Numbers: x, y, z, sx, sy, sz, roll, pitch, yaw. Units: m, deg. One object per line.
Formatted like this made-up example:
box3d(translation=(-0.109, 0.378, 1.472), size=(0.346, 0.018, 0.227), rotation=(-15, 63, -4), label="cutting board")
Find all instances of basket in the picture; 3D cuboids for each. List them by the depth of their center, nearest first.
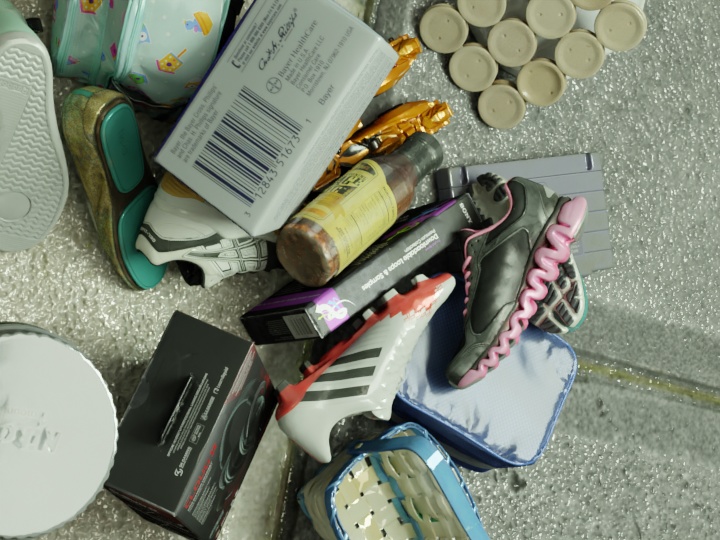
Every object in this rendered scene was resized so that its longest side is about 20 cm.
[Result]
box3d(translation=(0.044, 0.221, 1.235), size=(0.139, 0.199, 0.178), rotation=(-36, 105, -26), label="basket")

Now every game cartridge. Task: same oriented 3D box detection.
box3d(translation=(0.171, -0.049, 1.423), size=(0.198, 0.038, 0.132), rotation=(-8, 95, -30), label="game cartridge")

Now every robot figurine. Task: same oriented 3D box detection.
box3d(translation=(-0.013, -0.139, 1.306), size=(0.199, 0.058, 0.146), rotation=(-33, 101, -27), label="robot figurine")

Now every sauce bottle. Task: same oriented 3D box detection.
box3d(translation=(0.005, -0.062, 1.237), size=(0.200, 0.066, 0.067), rotation=(-43, 108, -41), label="sauce bottle")

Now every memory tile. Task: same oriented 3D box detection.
box3d(translation=(0.167, -0.238, 1.351), size=(0.154, 0.199, 0.017), rotation=(49, 33, -15), label="memory tile")

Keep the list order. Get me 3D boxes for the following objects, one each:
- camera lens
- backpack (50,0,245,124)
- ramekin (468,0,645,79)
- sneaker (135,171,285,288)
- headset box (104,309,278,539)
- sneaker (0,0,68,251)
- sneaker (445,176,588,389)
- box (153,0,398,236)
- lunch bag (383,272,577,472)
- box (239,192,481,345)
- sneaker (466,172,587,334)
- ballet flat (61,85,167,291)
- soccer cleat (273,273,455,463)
box3d(translation=(-0.284, 0.120, 1.054), size=(0.158, 0.199, 0.163), rotation=(2, 86, -29), label="camera lens")
box3d(translation=(-0.173, -0.226, 1.138), size=(0.151, 0.199, 0.178), rotation=(13, 82, -24), label="backpack")
box3d(translation=(0.206, -0.300, 1.421), size=(0.200, 0.094, 0.206), rotation=(2, 86, -29), label="ramekin")
box3d(translation=(-0.122, -0.024, 1.223), size=(0.199, 0.075, 0.088), rotation=(23, 101, -50), label="sneaker")
box3d(translation=(-0.139, 0.133, 1.137), size=(0.076, 0.200, 0.150), rotation=(21, 73, 9), label="headset box")
box3d(translation=(-0.288, -0.123, 1.142), size=(0.073, 0.119, 0.203), rotation=(-5, 125, -23), label="sneaker")
box3d(translation=(0.119, 0.007, 1.221), size=(0.095, 0.079, 0.202), rotation=(31, 91, 8), label="sneaker")
box3d(translation=(-0.063, -0.138, 1.143), size=(0.104, 0.200, 0.185), rotation=(35, 97, 2), label="box")
box3d(translation=(0.101, 0.104, 1.314), size=(0.199, 0.132, 0.137), rotation=(32, 72, -11), label="lunch bag")
box3d(translation=(0.000, 0.000, 1.257), size=(0.199, 0.143, 0.036), rotation=(-36, 102, -26), label="box")
box3d(translation=(0.169, -0.019, 1.310), size=(0.079, 0.201, 0.078), rotation=(22, 120, -39), label="sneaker")
box3d(translation=(-0.209, -0.072, 1.173), size=(0.070, 0.070, 0.202), rotation=(-35, 139, -27), label="ballet flat")
box3d(translation=(0.014, 0.082, 1.196), size=(0.199, 0.069, 0.085), rotation=(-39, 89, -9), label="soccer cleat")
